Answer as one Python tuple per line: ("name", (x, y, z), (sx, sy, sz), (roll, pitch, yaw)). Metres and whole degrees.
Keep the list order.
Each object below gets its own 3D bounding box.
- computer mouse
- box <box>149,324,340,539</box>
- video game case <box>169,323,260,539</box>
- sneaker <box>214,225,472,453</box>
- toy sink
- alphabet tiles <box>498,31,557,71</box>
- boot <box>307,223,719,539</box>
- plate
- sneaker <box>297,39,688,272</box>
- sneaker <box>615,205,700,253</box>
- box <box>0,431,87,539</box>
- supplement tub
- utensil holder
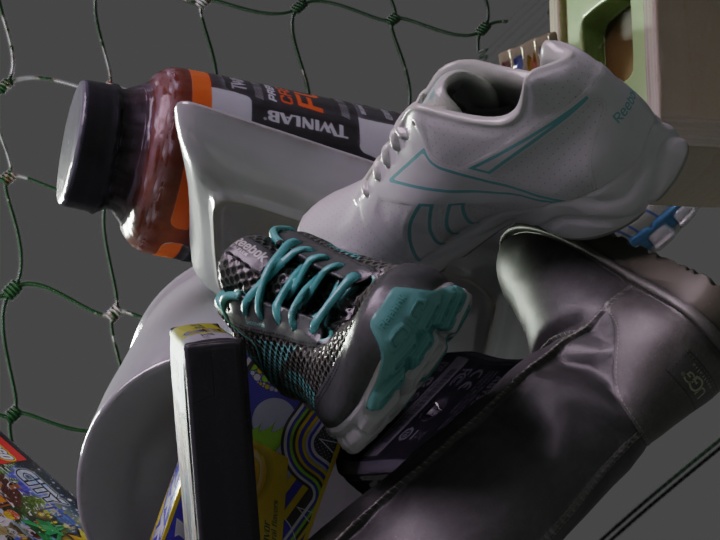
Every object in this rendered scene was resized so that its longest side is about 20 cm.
("computer mouse", (0.053, 0.088, 0.977), (0.138, 0.053, 0.200), (-44, 17, -15))
("box", (-0.063, 0.127, 1.018), (0.064, 0.070, 0.200), (-162, 92, -84))
("video game case", (-0.059, 0.124, 0.885), (0.025, 0.200, 0.181), (-4, 1, -7))
("sneaker", (-0.019, 0.020, 0.850), (0.078, 0.091, 0.200), (-54, 4, -13))
("toy sink", (0.157, -0.140, 1.011), (0.130, 0.112, 0.200), (153, 118, -72))
("alphabet tiles", (0.094, -0.029, 1.034), (0.006, 0.167, 0.200), (-10, 3, -6))
("boot", (0.047, 0.070, 0.854), (0.200, 0.073, 0.182), (-47, 22, -9))
("plate", (0.000, 0.000, 1.053), (0.200, 0.199, 0.032), (94, -164, -67))
("sneaker", (0.040, -0.048, 0.890), (0.200, 0.080, 0.070), (-18, 33, 43))
("sneaker", (0.113, -0.025, 1.164), (0.200, 0.087, 0.075), (-43, 4, 8))
("box", (-0.182, 0.164, 1.134), (0.137, 0.200, 0.038), (-8, -50, -58))
("supplement tub", (-0.065, -0.053, 1.180), (0.107, 0.200, 0.107), (-169, 90, -74))
("utensil holder", (-0.064, 0.090, 1.187), (0.170, 0.170, 0.200), (-44, 7, 12))
